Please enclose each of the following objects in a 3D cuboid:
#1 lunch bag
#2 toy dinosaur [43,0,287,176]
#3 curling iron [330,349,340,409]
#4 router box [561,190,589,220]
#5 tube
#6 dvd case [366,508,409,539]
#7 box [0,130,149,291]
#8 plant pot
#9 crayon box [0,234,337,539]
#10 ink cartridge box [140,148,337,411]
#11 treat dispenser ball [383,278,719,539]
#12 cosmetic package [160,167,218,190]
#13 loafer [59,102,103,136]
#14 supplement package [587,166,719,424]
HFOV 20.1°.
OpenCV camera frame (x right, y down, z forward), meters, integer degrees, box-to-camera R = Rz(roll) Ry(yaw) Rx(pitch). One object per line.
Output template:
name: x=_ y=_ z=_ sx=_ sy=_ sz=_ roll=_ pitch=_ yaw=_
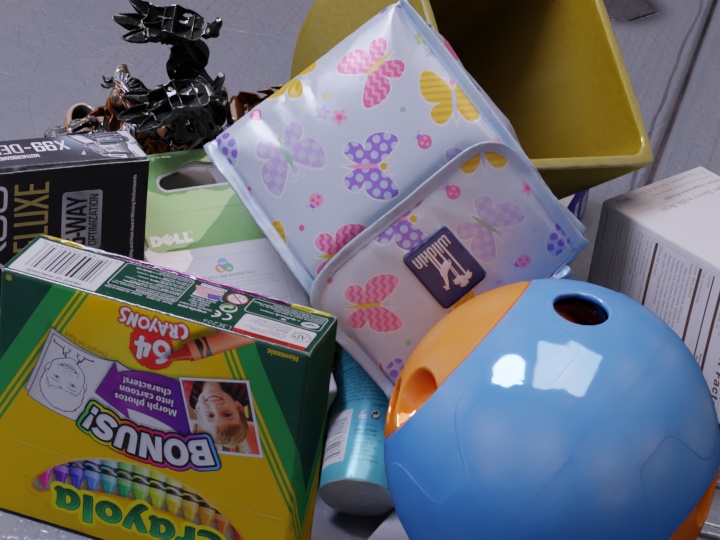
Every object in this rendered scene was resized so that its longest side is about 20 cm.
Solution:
lunch bag: x=0.028 y=-0.044 z=1.294 sx=0.201 sy=0.169 sz=0.127 roll=56 pitch=7 yaw=10
toy dinosaur: x=-0.123 y=-0.117 z=1.418 sx=0.199 sy=0.136 sz=0.102 roll=-29 pitch=62 yaw=-6
curling iron: x=-0.045 y=0.107 z=1.377 sx=0.049 sy=0.026 sz=0.200 roll=14 pitch=31 yaw=18
router box: x=0.079 y=-0.051 z=1.655 sx=0.178 sy=0.049 sz=0.200 roll=16 pitch=31 yaw=14
tube: x=0.011 y=0.063 z=1.355 sx=0.077 sy=0.050 sz=0.201 roll=-10 pitch=54 yaw=29
dvd case: x=0.060 y=0.201 z=1.248 sx=0.142 sy=0.018 sz=0.200 roll=19 pitch=32 yaw=21
box: x=-0.223 y=0.013 z=1.325 sx=0.157 sy=0.201 sz=0.050 roll=-6 pitch=30 yaw=-24
plant pot: x=0.060 y=-0.126 z=1.500 sx=0.193 sy=0.200 sz=0.197 roll=-5 pitch=72 yaw=-43
crayon box: x=-0.123 y=0.088 z=1.246 sx=0.199 sy=0.174 sz=0.058 roll=15 pitch=28 yaw=13
ink cartridge box: x=-0.094 y=0.017 z=1.361 sx=0.103 sy=0.059 sz=0.201 roll=-9 pitch=61 yaw=-19
treat dispenser ball: x=0.113 y=0.105 z=1.205 sx=0.199 sy=0.202 sz=0.201 roll=5 pitch=30 yaw=-3
cosmetic package: x=-0.143 y=-0.020 z=1.476 sx=0.101 sy=0.072 sz=0.200 roll=-19 pitch=51 yaw=-23
loafer: x=-0.201 y=-0.064 z=1.601 sx=0.071 sy=0.063 sz=0.200 roll=-7 pitch=33 yaw=-24
supplement package: x=0.279 y=0.027 z=1.494 sx=0.121 sy=0.120 sz=0.200 roll=-19 pitch=39 yaw=-39
